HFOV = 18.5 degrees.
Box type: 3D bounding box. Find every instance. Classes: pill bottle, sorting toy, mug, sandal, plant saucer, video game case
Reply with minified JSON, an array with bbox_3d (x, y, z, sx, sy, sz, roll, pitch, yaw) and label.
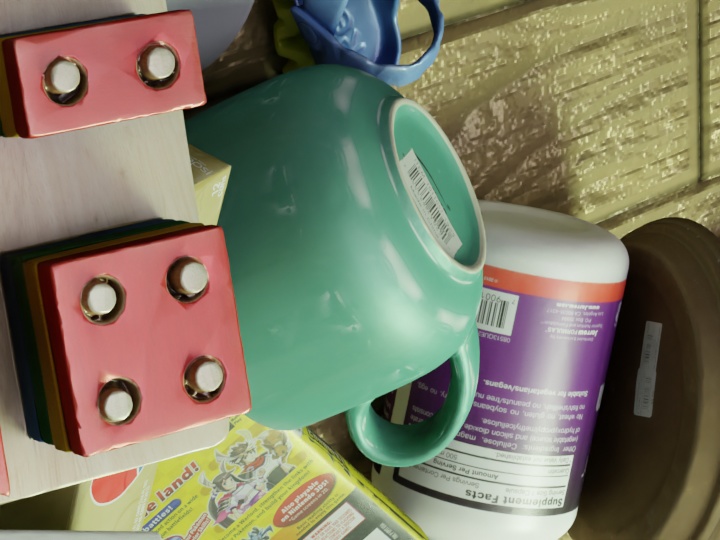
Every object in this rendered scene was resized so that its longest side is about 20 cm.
[{"bbox_3d":[0.070,0.069,1.167,0.112,0.112,0.200,1,105,-42],"label":"pill bottle"},{"bbox_3d":[-0.138,-0.011,0.773,0.198,0.070,0.200,-13,100,-30],"label":"sorting toy"},{"bbox_3d":[-0.004,-0.011,1.020,0.185,0.114,0.152,36,36,-51],"label":"mug"},{"bbox_3d":[-0.017,-0.157,1.028,0.079,0.087,0.200,-46,128,-18],"label":"sandal"},{"bbox_3d":[0.148,0.071,1.180,0.029,0.200,0.201,7,101,-22],"label":"plant saucer"},{"bbox_3d":[-0.086,0.154,1.073,0.200,0.026,0.181,-42,132,4],"label":"video game case"}]

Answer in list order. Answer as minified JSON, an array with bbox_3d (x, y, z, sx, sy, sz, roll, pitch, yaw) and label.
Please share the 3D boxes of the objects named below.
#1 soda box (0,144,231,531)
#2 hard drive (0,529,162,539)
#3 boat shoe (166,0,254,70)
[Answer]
[{"bbox_3d":[-0.117,0.036,0.930,0.068,0.064,0.200,-34,147,-53],"label":"soda box"},{"bbox_3d":[-0.192,0.141,0.873,0.200,0.025,0.132,7,142,-41],"label":"hard drive"},{"bbox_3d":[-0.087,-0.166,0.962,0.072,0.066,0.200,-20,146,-19],"label":"boat shoe"}]
